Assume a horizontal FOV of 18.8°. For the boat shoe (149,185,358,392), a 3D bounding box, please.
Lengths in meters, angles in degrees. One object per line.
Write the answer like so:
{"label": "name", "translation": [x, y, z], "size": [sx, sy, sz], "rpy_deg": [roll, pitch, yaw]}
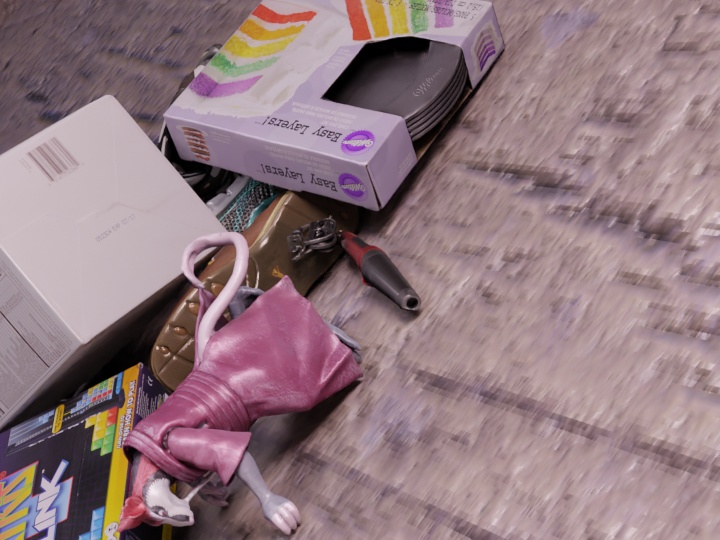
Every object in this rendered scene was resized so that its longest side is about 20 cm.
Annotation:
{"label": "boat shoe", "translation": [-0.081, 0.014, 1.582], "size": [0.200, 0.072, 0.067], "rpy_deg": [-49, 13, -21]}

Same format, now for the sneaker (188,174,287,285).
{"label": "sneaker", "translation": [-0.054, -0.061, 1.685], "size": [0.091, 0.078, 0.201], "rpy_deg": [15, 67, 50]}

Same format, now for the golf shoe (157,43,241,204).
{"label": "golf shoe", "translation": [-0.132, -0.087, 1.737], "size": [0.095, 0.077, 0.201], "rpy_deg": [-47, -24, -36]}

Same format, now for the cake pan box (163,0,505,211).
{"label": "cake pan box", "translation": [-0.016, -0.137, 1.604], "size": [0.199, 0.052, 0.184], "rpy_deg": [17, 56, 34]}

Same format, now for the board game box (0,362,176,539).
{"label": "board game box", "translation": [-0.204, 0.176, 1.460], "size": [0.165, 0.057, 0.201], "rpy_deg": [-26, 36, 20]}

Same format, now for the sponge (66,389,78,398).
{"label": "sponge", "translation": [-0.218, 0.050, 1.797], "size": [0.200, 0.030, 0.112], "rpy_deg": [-50, -5, -4]}

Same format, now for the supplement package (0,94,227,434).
{"label": "supplement package", "translation": [-0.241, 0.010, 1.594], "size": [0.200, 0.147, 0.191], "rpy_deg": [-42, -2, 39]}

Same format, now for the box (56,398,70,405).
{"label": "box", "translation": [-0.230, 0.170, 1.630], "size": [0.200, 0.049, 0.160], "rpy_deg": [-12, 43, 59]}

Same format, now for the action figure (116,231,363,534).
{"label": "action figure", "translation": [-0.091, 0.084, 1.368], "size": [0.134, 0.149, 0.200], "rpy_deg": [-11, 27, 51]}

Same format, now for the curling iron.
{"label": "curling iron", "translation": [0.000, 0.000, 1.483], "size": [0.049, 0.026, 0.200], "rpy_deg": [-17, 21, -17]}
